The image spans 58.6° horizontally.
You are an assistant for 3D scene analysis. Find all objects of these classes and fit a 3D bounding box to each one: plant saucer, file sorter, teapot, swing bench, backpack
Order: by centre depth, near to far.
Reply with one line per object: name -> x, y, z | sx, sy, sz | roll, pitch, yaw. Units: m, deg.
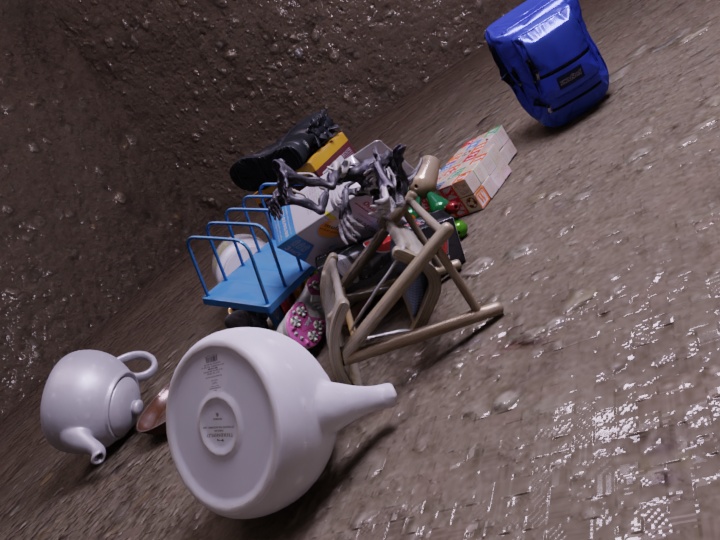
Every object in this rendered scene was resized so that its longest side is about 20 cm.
teapot -> -0.097, 0.151, 0.668 | 0.146, 0.200, 0.198 | 2, -60, -55
swing bench -> 0.033, 0.027, 0.771 | 0.199, 0.130, 0.199 | -35, 18, 4
file sorter -> -0.155, -0.043, 1.017 | 0.138, 0.123, 0.200 | 4, 34, 32
backpack -> 0.322, -0.347, 1.089 | 0.162, 0.200, 0.168 | -27, 27, 17
plant saucer -> -0.297, 0.214, 1.110 | 0.200, 0.035, 0.200 | -33, 17, 11
teapot -> -0.468, 0.239, 1.172 | 0.145, 0.202, 0.197 | 3, -12, 6

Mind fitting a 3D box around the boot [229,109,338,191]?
boot -> -0.148, -0.240, 1.267 | 0.197, 0.074, 0.163 | -16, 29, 34

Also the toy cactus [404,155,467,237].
toy cactus -> 0.079, -0.109, 1.008 | 0.199, 0.102, 0.166 | 7, 68, 39

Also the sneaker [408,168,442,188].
sneaker -> 0.083, -0.111, 1.154 | 0.200, 0.071, 0.073 | -43, 17, -16

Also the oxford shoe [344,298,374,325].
oxford shoe -> 0.000, 0.000, 1.012 | 0.071, 0.074, 0.200 | -26, 19, 33

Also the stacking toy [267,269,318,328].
stacking toy -> -0.081, 0.018, 1.125 | 0.199, 0.117, 0.110 | -25, 13, -12

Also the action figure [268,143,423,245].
action figure -> -0.007, -0.090, 0.770 | 0.199, 0.103, 0.119 | -7, -22, -23

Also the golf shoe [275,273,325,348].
golf shoe -> -0.083, 0.069, 1.003 | 0.092, 0.075, 0.200 | -44, 3, 33

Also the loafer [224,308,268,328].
loafer -> -0.206, 0.104, 1.124 | 0.073, 0.072, 0.200 | -65, 12, 3

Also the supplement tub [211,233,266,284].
supplement tub -> -0.247, -0.002, 1.405 | 0.145, 0.145, 0.200 | -39, 16, -9

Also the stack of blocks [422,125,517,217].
stack of blocks -> 0.196, -0.169, 1.104 | 0.115, 0.059, 0.200 | -17, 25, 49

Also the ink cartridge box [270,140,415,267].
ink cartridge box -> -0.016, -0.087, 0.919 | 0.199, 0.115, 0.068 | -31, 56, 25

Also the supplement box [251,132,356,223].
supplement box -> -0.076, -0.138, 1.327 | 0.197, 0.201, 0.133 | -21, 22, 43

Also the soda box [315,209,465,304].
soda box -> 0.040, -0.017, 0.898 | 0.199, 0.071, 0.063 | -21, 17, -2
